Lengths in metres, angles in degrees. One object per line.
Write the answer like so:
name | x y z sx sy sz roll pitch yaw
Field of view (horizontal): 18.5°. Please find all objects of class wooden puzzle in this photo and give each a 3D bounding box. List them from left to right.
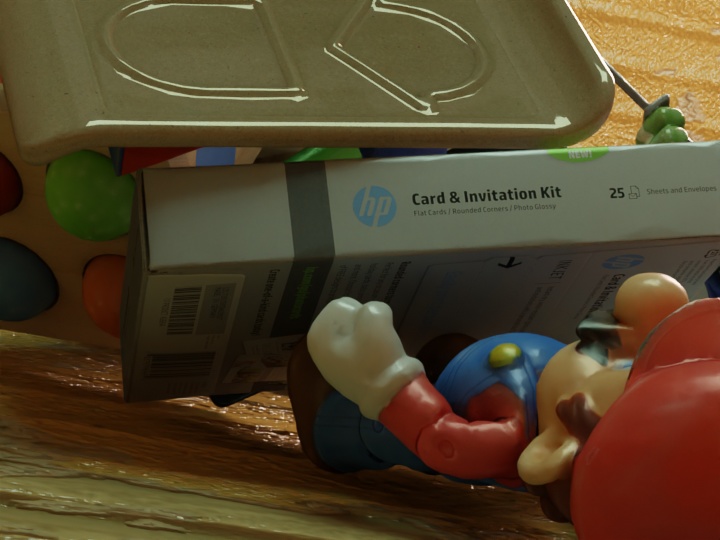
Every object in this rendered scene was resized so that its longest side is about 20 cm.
wooden puzzle | -0.032 -0.088 0.789 0.200 0.046 0.185 -5 38 -14

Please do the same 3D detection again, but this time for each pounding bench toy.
pounding bench toy | -0.063 -0.050 0.884 0.200 0.124 0.156 8 46 22

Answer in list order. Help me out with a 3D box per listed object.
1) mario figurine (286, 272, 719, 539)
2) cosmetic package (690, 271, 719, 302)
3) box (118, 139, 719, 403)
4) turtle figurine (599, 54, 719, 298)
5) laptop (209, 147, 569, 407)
mario figurine | 0.064 0.031 0.698 0.123 0.106 0.200 -36 21 -28
cosmetic package | 0.175 0.017 1.088 0.200 0.113 0.081 12 -4 37
box | 0.017 0.003 0.787 0.200 0.041 0.156 -3 -18 -9
turtle figurine | 0.190 -0.078 0.950 0.144 0.200 0.194 8 -13 -41
laptop | 0.000 0.000 0.988 0.187 0.116 0.200 -23 -16 -10
